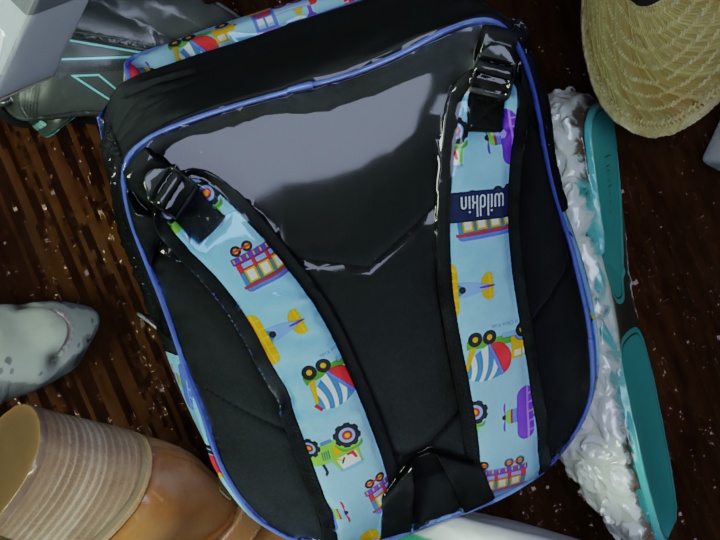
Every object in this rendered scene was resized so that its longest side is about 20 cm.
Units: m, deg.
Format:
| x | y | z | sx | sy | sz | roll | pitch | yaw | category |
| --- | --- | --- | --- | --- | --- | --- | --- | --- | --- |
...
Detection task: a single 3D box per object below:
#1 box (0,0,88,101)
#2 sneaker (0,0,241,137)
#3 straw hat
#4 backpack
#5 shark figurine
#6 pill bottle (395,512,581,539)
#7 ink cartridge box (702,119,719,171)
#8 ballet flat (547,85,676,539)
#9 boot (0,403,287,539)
| x | y | z | sx | sy | sz | roll | pitch | yaw | category |
| --- | --- | --- | --- | --- | --- | --- | --- | --- | --- |
| -0.145 | -0.186 | 1.089 | 0.156 | 0.200 | 0.041 | 44 | 44 | 16 | box |
| -0.145 | -0.104 | 1.214 | 0.199 | 0.075 | 0.080 | 22 | 89 | -8 | sneaker |
| 0.117 | -0.165 | 1.244 | 0.085 | 0.201 | 0.202 | 22 | 86 | 32 | straw hat |
| 0.000 | 0.000 | 1.182 | 0.182 | 0.135 | 0.201 | -20 | 112 | -6 | backpack |
| -0.225 | 0.019 | 1.205 | 0.214 | 0.089 | 0.129 | 33 | 52 | -15 | shark figurine |
| 0.046 | 0.205 | 1.225 | 0.112 | 0.113 | 0.201 | 14 | 88 | -8 | pill bottle |
| 0.243 | -0.117 | 1.232 | 0.084 | 0.145 | 0.201 | 26 | 87 | -17 | ink cartridge box |
| 0.091 | 0.023 | 1.264 | 0.071 | 0.072 | 0.202 | -9 | 90 | -8 | ballet flat |
| -0.127 | 0.146 | 1.224 | 0.155 | 0.077 | 0.200 | 26 | 112 | -36 | boot |
